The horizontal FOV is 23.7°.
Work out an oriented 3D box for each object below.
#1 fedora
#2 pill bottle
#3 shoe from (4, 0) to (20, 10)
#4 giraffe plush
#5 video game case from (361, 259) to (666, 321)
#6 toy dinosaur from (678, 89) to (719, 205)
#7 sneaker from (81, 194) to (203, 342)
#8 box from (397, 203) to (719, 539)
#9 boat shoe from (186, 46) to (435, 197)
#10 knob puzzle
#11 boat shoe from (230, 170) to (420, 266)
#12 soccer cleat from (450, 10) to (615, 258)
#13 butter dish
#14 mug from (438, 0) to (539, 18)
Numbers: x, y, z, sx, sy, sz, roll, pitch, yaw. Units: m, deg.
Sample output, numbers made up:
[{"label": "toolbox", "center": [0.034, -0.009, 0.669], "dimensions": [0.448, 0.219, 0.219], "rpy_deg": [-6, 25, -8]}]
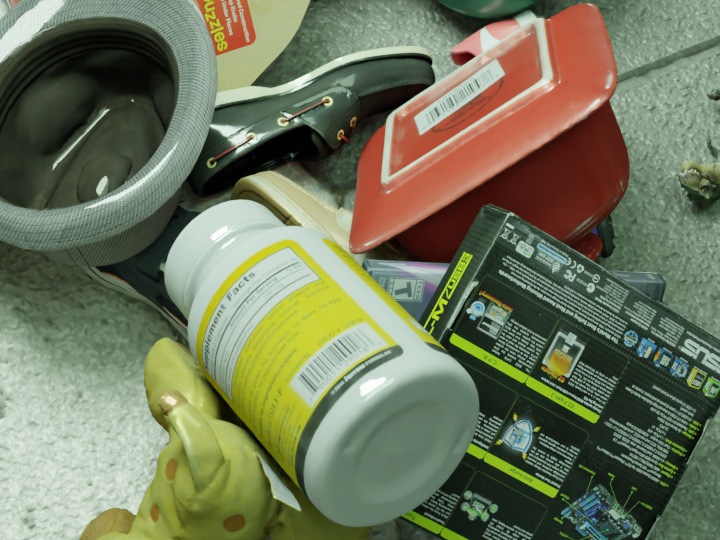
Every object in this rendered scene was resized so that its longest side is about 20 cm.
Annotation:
[{"label": "fedora", "center": [-0.168, -0.082, 1.092], "dimensions": [0.175, 0.091, 0.201], "rpy_deg": [-6, 56, 9]}, {"label": "pill bottle", "center": [-0.031, 0.044, 0.983], "dimensions": [0.111, 0.112, 0.200], "rpy_deg": [-24, 46, -23]}, {"label": "shoe", "center": [-0.209, -0.198, 1.195], "dimensions": [0.071, 0.091, 0.201], "rpy_deg": [-24, 71, -23]}, {"label": "giraffe plush", "center": [-0.103, 0.162, 1.009], "dimensions": [0.172, 0.200, 0.162], "rpy_deg": [40, 95, -7]}, {"label": "video game case", "center": [0.088, 0.065, 1.101], "dimensions": [0.198, 0.144, 0.019], "rpy_deg": [3, 23, -14]}, {"label": "toy dinosaur", "center": [0.312, -0.103, 1.290], "dimensions": [0.198, 0.047, 0.089], "rpy_deg": [-11, 80, -18]}, {"label": "sneaker", "center": [-0.121, -0.010, 1.125], "dimensions": [0.200, 0.080, 0.078], "rpy_deg": [38, 62, 10]}, {"label": "box", "center": [0.113, 0.090, 1.055], "dimensions": [0.199, 0.047, 0.194], "rpy_deg": [28, 92, -22]}, {"label": "boat shoe", "center": [-0.035, -0.104, 1.198], "dimensions": [0.200, 0.074, 0.063], "rpy_deg": [-19, 73, -18]}, {"label": "knob puzzle", "center": [-0.116, -0.207, 1.160], "dimensions": [0.218, 0.221, 0.030], "rpy_deg": [-11, 25, -18]}, {"label": "boat shoe", "center": [0.000, 0.000, 1.156], "dimensions": [0.200, 0.074, 0.069], "rpy_deg": [42, 51, 9]}, {"label": "soccer cleat", "center": [0.127, -0.092, 1.238], "dimensions": [0.073, 0.068, 0.201], "rpy_deg": [-19, 68, 1]}, {"label": "butter dish", "center": [0.106, -0.057, 1.132], "dimensions": [0.148, 0.199, 0.200], "rpy_deg": [52, 18, -20]}, {"label": "mug", "center": [0.081, -0.273, 1.266], "dimensions": [0.185, 0.153, 0.114], "rpy_deg": [40, 57, 24]}]
